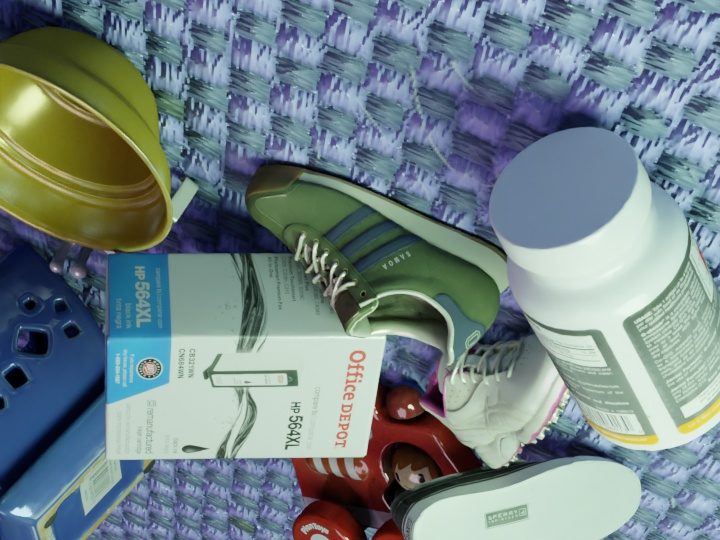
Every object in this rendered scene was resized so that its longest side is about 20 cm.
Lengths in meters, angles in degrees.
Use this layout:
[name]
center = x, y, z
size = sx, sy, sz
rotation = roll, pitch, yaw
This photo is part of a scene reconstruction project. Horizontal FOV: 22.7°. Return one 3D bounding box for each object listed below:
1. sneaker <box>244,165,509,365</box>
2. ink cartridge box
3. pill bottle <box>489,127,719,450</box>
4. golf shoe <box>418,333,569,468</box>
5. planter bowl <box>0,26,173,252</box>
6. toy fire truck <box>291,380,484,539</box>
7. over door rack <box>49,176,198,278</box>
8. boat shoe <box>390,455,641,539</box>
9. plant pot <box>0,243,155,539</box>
[sneaker]
center = 0.000, 0.000, 1.234
size = 0.199, 0.090, 0.067
rotation = 21, 152, 9
[ink cartridge box]
center = -0.087, 0.064, 1.309
size = 0.198, 0.085, 0.147
rotation = 0, 137, -8
[pill bottle]
center = 0.158, 0.013, 1.103
size = 0.116, 0.117, 0.200
rotation = 4, 144, 34
[golf shoe]
center = 0.102, 0.084, 1.312
size = 0.091, 0.076, 0.200
rotation = 30, 150, -2
[planter bowl]
center = -0.201, -0.106, 1.229
size = 0.199, 0.084, 0.201
rotation = 20, 151, 12
[toy fire truck]
center = 0.019, 0.164, 1.487
size = 0.199, 0.112, 0.169
rotation = 6, 124, 37
[over door rack]
center = -0.144, 0.013, 1.397
size = 0.147, 0.067, 0.199
rotation = 38, 149, -23
[boat shoe]
center = 0.121, 0.177, 1.400
size = 0.198, 0.071, 0.064
rotation = -5, -163, -18
[plant pot]
center = -0.286, 0.134, 1.531
size = 0.179, 0.200, 0.200
rotation = 38, 155, 15
